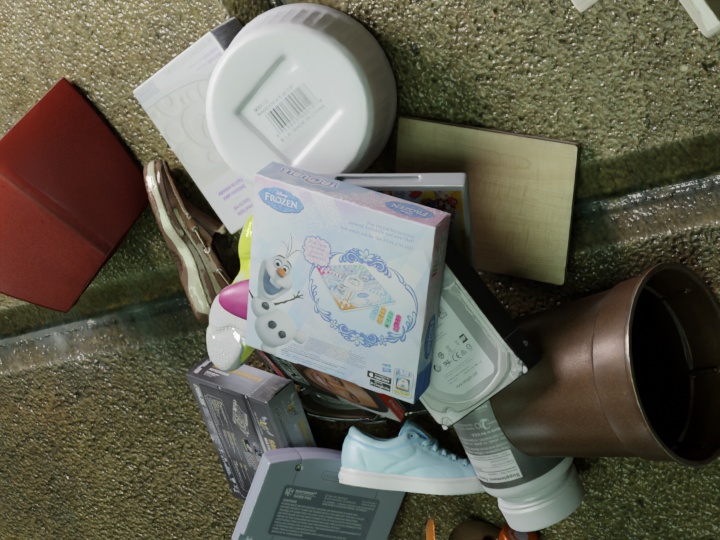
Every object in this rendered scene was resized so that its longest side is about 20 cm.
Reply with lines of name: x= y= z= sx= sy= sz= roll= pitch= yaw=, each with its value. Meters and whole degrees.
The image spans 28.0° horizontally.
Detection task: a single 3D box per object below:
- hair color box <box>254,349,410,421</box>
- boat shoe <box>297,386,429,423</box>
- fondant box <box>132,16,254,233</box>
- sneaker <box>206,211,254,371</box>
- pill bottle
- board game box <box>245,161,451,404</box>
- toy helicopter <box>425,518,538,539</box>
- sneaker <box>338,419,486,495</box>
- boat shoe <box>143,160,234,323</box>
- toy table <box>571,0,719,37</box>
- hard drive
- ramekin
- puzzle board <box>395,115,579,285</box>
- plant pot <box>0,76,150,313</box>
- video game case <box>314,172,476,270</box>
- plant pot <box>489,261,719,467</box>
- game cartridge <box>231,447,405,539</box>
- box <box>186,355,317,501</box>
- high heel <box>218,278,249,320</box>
hair color box: x=-0.035 y=0.099 z=1.656 sx=0.199 sy=0.061 sz=0.102 roll=14 pitch=153 yaw=41
boat shoe: x=0.015 y=0.148 z=1.707 sx=0.199 sy=0.060 sz=0.074 roll=4 pitch=120 yaw=29
fondant box: x=-0.144 y=-0.162 z=1.632 sx=0.144 sy=0.058 sz=0.201 roll=-29 pitch=100 yaw=37
sneaker: x=-0.102 y=0.024 z=1.643 sx=0.076 sy=0.105 sz=0.201 roll=34 pitch=110 yaw=35
pill bottle: x=0.168 y=0.178 z=1.601 sx=0.113 sy=0.114 sz=0.201 roll=-16 pitch=107 yaw=36
board game box: x=-0.017 y=0.011 z=1.447 sx=0.199 sy=0.043 sz=0.200 roll=18 pitch=122 yaw=20
toy helicopter: x=0.127 y=0.365 z=1.673 sx=0.131 sy=0.201 sz=0.079 roll=20 pitch=127 yaw=-1
sneaker: x=0.075 y=0.217 z=1.689 sx=0.198 sy=0.074 sz=0.083 roll=4 pitch=89 yaw=-1
boat shoe: x=-0.194 y=-0.043 z=1.732 sx=0.074 sy=0.075 sz=0.204 roll=-21 pitch=99 yaw=1
toy table: x=0.271 y=-0.303 z=1.272 sx=0.200 sy=0.117 sz=0.184 roll=43 pitch=129 yaw=1
hard drive: x=0.073 y=0.048 z=1.465 sx=0.201 sy=0.038 sz=0.140 roll=54 pitch=131 yaw=4
ramekin: x=-0.066 y=-0.173 z=1.512 sx=0.199 sy=0.098 sz=0.202 roll=2 pitch=106 yaw=9
puzzle board: x=0.129 y=-0.076 z=1.527 sx=0.199 sy=0.017 sz=0.152 roll=11 pitch=111 yaw=22
plant pot: x=-0.369 y=-0.072 z=1.738 sx=0.176 sy=0.200 sz=0.200 roll=37 pitch=129 yaw=-6
video game case: x=0.029 y=-0.023 z=1.516 sx=0.180 sy=0.023 sz=0.201 roll=0 pitch=136 yaw=10
plant pot: x=0.248 y=0.107 z=1.474 sx=0.197 sy=0.200 sz=0.201 roll=-13 pitch=109 yaw=42
game cartridge: x=-0.046 y=0.282 z=1.742 sx=0.040 sy=0.199 sz=0.134 roll=45 pitch=115 yaw=56
box: x=-0.122 y=0.211 z=1.791 sx=0.158 sy=0.048 sz=0.201 roll=12 pitch=130 yaw=44
high heel: x=-0.059 y=0.067 z=1.539 sx=0.198 sy=0.096 sz=0.068 roll=12 pitch=138 yaw=-3
